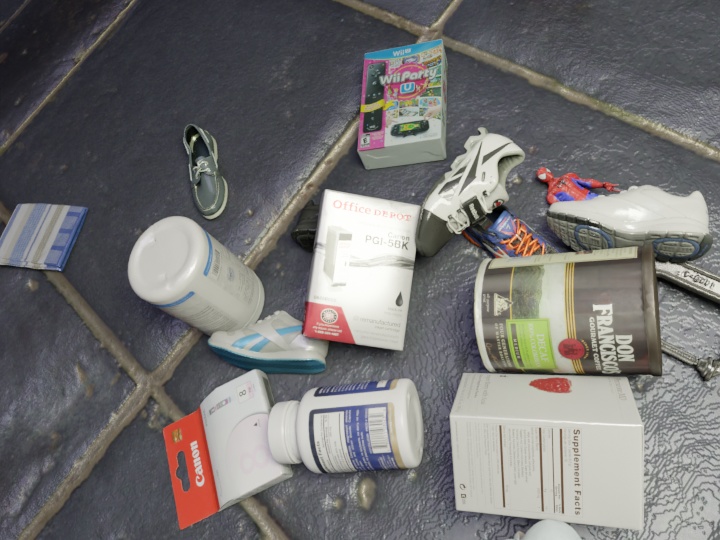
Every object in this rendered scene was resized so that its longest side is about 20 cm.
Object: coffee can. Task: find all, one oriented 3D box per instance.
[{"bbox_3d":[0.254,0.051,0.690,0.196,0.146,0.150,-5,65,30],"label":"coffee can"}]

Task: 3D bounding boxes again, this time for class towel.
[{"bbox_3d":[-0.666,-0.071,1.173,0.195,0.024,0.150,4,67,20],"label":"towel"}]

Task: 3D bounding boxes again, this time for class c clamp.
[{"bbox_3d":[0.383,0.069,0.715,0.197,0.027,0.174,23,89,29],"label":"c clamp"}]

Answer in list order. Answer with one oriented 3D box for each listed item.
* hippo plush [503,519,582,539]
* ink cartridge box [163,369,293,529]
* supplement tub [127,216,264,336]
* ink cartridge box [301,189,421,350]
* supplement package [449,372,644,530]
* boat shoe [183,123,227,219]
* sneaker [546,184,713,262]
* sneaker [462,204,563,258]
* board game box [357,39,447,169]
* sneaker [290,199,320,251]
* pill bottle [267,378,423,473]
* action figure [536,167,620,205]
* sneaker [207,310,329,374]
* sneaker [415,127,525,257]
[{"bbox_3d":[0.217,0.351,0.596,0.162,0.156,0.202,58,134,32],"label":"hippo plush"},{"bbox_3d":[-0.211,0.266,0.844,0.196,0.057,0.165,-25,62,3],"label":"ink cartridge box"},{"bbox_3d":[-0.248,0.018,0.877,0.128,0.200,0.135,-7,64,16],"label":"supplement tub"},{"bbox_3d":[0.000,0.000,0.802,0.143,0.083,0.206,8,86,-6],"label":"ink cartridge box"},{"bbox_3d":[0.210,0.198,0.651,0.195,0.121,0.123,-2,103,19],"label":"supplement package"},{"bbox_3d":[-0.301,-0.190,1.066,0.071,0.062,0.204,-20,62,10],"label":"boat shoe"},{"bbox_3d":[0.344,-0.067,0.734,0.195,0.075,0.089,10,61,23],"label":"sneaker"},{"bbox_3d":[0.210,-0.044,0.804,0.199,0.079,0.076,38,84,29],"label":"sneaker"},{"bbox_3d":[0.074,-0.284,0.969,0.144,0.064,0.205,-4,65,18],"label":"board game box"},{"bbox_3d":[-0.017,-0.085,0.914,0.195,0.077,0.093,2,58,17],"label":"sneaker"},{"bbox_3d":[-0.020,0.211,0.759,0.195,0.111,0.114,-9,64,17],"label":"pill bottle"},{"bbox_3d":[0.332,-0.092,0.800,0.066,0.052,0.199,-49,59,0],"label":"action figure"},{"bbox_3d":[-0.141,0.109,0.876,0.194,0.077,0.083,2,60,13],"label":"sneaker"},{"bbox_3d":[0.150,-0.099,0.767,0.088,0.074,0.202,30,86,37],"label":"sneaker"}]
